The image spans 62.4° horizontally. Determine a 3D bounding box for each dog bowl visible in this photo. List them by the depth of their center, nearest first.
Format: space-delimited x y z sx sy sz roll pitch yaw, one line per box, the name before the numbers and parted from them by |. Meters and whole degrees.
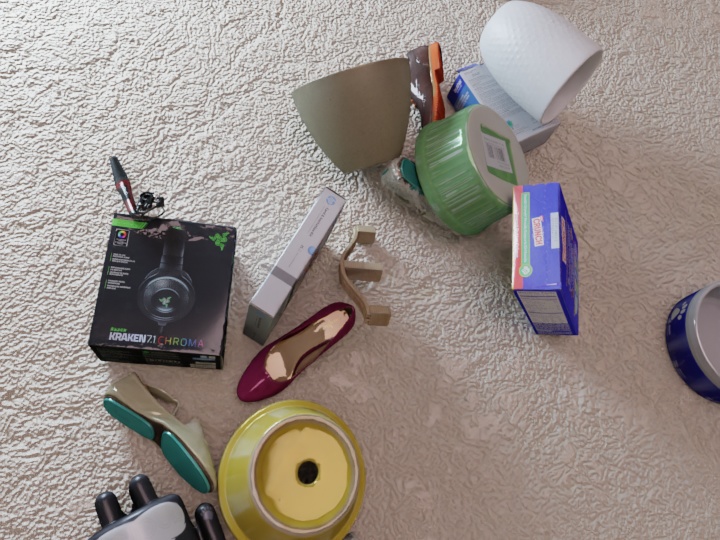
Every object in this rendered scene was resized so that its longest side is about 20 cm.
dog bowl | 0.633 0.124 1.020 0.196 0.079 0.204 4 69 -11

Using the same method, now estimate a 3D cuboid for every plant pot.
plant pot | -0.079 0.258 0.742 0.196 0.189 0.205 5 69 -12

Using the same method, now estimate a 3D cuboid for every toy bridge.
toy bridge | 0.000 0.000 0.904 0.066 0.028 0.202 4 43 -12

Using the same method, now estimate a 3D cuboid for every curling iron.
curling iron | -0.334 -0.121 0.864 0.049 0.026 0.200 -14 36 -32

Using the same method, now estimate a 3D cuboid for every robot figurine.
robot figurine | -0.248 0.351 0.704 0.149 0.125 0.202 -31 77 9

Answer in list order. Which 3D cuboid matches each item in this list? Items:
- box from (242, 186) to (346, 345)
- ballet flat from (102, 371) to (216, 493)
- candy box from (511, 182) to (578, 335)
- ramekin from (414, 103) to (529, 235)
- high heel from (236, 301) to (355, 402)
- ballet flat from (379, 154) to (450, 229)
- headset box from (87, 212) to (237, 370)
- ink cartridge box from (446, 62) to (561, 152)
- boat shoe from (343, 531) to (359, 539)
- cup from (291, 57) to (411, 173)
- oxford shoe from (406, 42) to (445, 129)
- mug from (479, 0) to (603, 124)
box | -0.097 -0.002 0.854 0.041 0.156 0.202 30 65 -3
ballet flat | -0.250 0.206 0.785 0.199 0.070 0.070 36 66 10
candy box | 0.291 -0.011 0.926 0.076 0.200 0.172 -3 64 25
ramekin | 0.188 -0.168 0.969 0.198 0.097 0.204 20 60 -38
high heel | -0.092 0.111 0.842 0.199 0.096 0.068 -41 87 -23
ballet flat | 0.110 -0.122 0.990 0.199 0.071 0.073 32 62 -31
headset box | -0.268 0.025 0.837 0.170 0.093 0.204 7 67 -11
ink cartridge box | 0.255 -0.311 1.097 0.135 0.076 0.202 -25 78 -22
boat shoe | 0.019 0.444 0.763 0.063 0.071 0.201 -30 71 -22
cup | 0.001 -0.242 0.967 0.197 0.200 0.146 -20 102 -19
oxford shoe | 0.115 -0.314 1.082 0.071 0.071 0.204 -4 71 16
mug | 0.308 -0.370 1.029 0.176 0.148 0.199 46 35 14
